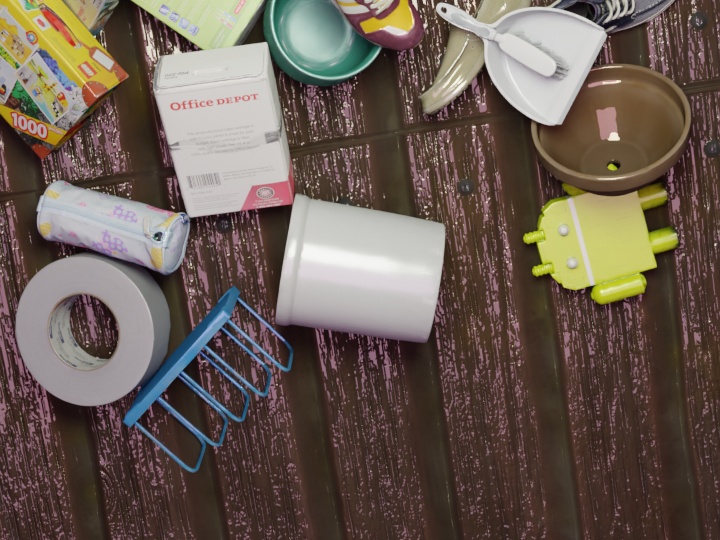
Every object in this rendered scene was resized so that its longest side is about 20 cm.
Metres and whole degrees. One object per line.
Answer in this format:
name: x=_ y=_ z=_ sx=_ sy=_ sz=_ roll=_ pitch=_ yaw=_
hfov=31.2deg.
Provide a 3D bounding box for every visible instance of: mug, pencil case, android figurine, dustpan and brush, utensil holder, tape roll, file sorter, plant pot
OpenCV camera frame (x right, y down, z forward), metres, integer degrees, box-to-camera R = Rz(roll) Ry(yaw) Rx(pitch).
mug: x=-0.040 y=-0.325 z=1.632 sx=0.151 sy=0.114 sz=0.186 roll=31 pitch=85 yaw=-10
pencil case: x=-0.323 y=-0.057 z=1.686 sx=0.198 sy=0.091 sz=0.084 roll=16 pitch=100 yaw=15
android figurine: x=0.317 y=-0.047 z=1.710 sx=0.198 sy=0.041 sz=0.184 roll=-14 pitch=99 yaw=3
dustpan and brush: x=0.185 y=-0.281 z=1.595 sx=0.199 sy=0.057 sz=0.140 roll=33 pitch=115 yaw=16
utensil holder: x=0.000 y=0.000 z=1.667 sx=0.198 sy=0.170 sz=0.172 roll=8 pitch=100 yaw=-1
tape roll: x=-0.358 y=0.076 z=1.727 sx=0.198 sy=0.066 sz=0.202 roll=2 pitch=99 yaw=12
file sorter: x=-0.197 y=0.146 z=1.717 sx=0.123 sy=0.139 sz=0.200 roll=41 pitch=99 yaw=-9
plant pot: x=0.320 y=-0.161 z=1.642 sx=0.199 sy=0.202 sz=0.093 roll=-12 pitch=140 yaw=4

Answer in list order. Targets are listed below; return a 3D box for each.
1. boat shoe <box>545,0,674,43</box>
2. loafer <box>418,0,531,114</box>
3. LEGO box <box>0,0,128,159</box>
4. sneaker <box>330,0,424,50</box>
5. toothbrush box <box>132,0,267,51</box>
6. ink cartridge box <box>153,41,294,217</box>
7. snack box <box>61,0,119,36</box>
boat shoe: x=0.318 y=-0.334 z=1.632 sx=0.199 sy=0.093 sz=0.075 roll=-23 pitch=98 yaw=6
loafer: x=0.136 y=-0.288 z=1.661 sx=0.068 sy=0.076 sz=0.200 roll=40 pitch=90 yaw=-3
LEGO box: x=-0.420 y=-0.269 z=1.652 sx=0.200 sy=0.077 sz=0.149 roll=48 pitch=128 yaw=-6
sneaker: x=0.001 y=-0.340 z=1.535 sx=0.200 sy=0.090 sz=0.075 roll=40 pitch=83 yaw=-9
toothbrush box: x=-0.214 y=-0.382 z=1.649 sx=0.199 sy=0.086 sz=0.146 roll=33 pitch=99 yaw=-5
ink cartridge box: x=-0.171 y=-0.178 z=1.642 sx=0.144 sy=0.085 sz=0.201 roll=-7 pitch=131 yaw=3
snack box: x=-0.352 y=-0.367 z=1.605 sx=0.037 sy=0.200 sz=0.117 roll=-38 pitch=97 yaw=-23
